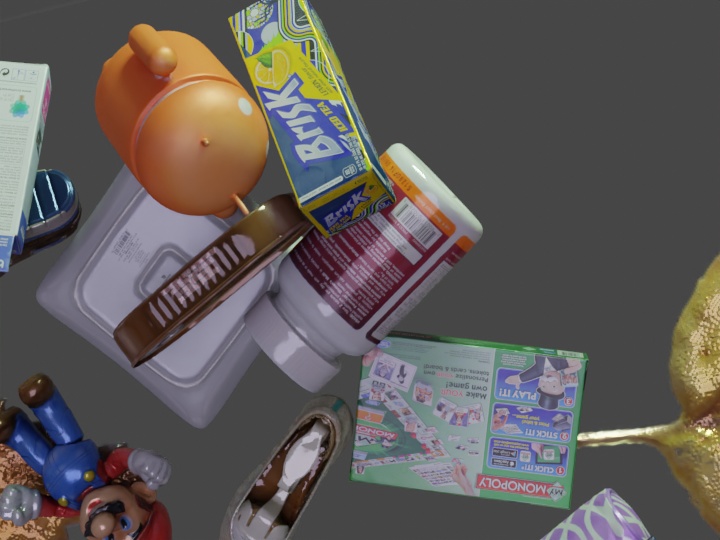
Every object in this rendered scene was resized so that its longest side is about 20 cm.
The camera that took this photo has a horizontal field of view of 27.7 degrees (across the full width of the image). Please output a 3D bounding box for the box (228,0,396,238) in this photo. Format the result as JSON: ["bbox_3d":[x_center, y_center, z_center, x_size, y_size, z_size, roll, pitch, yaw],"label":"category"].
[{"bbox_3d":[-0.041,-0.132,1.196,0.069,0.064,0.202,-27,62,9],"label":"box"}]

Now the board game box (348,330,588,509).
[{"bbox_3d":[0.094,0.130,1.289,0.197,0.029,0.137,7,100,5],"label":"board game box"}]

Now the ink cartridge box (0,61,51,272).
[{"bbox_3d":[-0.335,-0.087,1.235,0.117,0.042,0.203,5,62,-3],"label":"ink cartridge box"}]

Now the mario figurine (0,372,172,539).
[{"bbox_3d":[-0.246,0.188,1.291,0.200,0.106,0.124,45,135,6],"label":"mario figurine"}]

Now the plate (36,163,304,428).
[{"bbox_3d":[-0.163,0.010,1.296,0.199,0.032,0.200,38,101,-1],"label":"plate"}]

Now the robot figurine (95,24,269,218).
[{"bbox_3d":[-0.145,-0.119,1.194,0.115,0.200,0.145,4,118,-33],"label":"robot figurine"}]

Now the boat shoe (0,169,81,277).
[{"bbox_3d":[-0.336,-0.022,1.271,0.197,0.073,0.073,-15,61,-5],"label":"boat shoe"}]

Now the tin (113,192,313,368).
[{"bbox_3d":[-0.123,0.006,1.220,0.199,0.112,0.042,-39,84,8],"label":"tin"}]

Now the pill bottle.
[{"bbox_3d":[0.000,0.000,1.233,0.110,0.110,0.200,44,97,-2],"label":"pill bottle"}]

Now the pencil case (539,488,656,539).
[{"bbox_3d":[0.175,0.278,1.280,0.199,0.084,0.086,-40,116,11],"label":"pencil case"}]

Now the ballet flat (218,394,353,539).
[{"bbox_3d":[-0.074,0.196,1.299,0.067,0.062,0.202,30,100,4],"label":"ballet flat"}]
